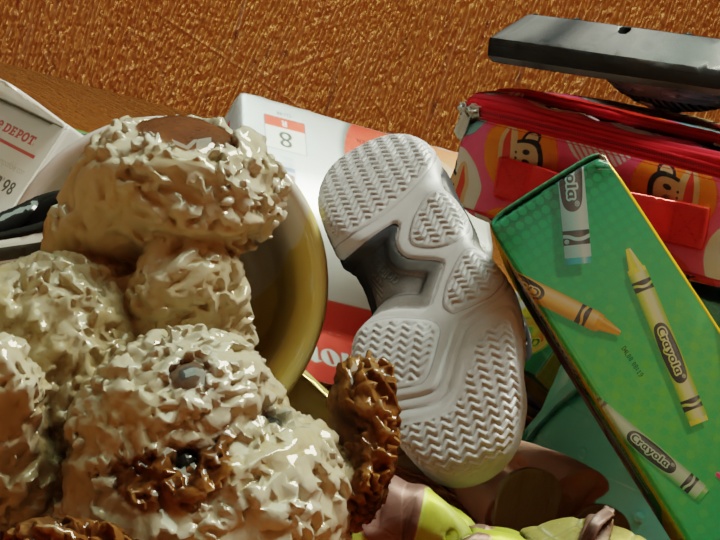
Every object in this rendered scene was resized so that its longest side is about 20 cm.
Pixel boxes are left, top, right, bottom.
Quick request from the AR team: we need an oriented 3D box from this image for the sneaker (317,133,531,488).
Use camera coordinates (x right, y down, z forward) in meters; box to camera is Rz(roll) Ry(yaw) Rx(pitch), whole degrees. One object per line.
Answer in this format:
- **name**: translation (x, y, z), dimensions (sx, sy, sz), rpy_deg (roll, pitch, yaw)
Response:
- **sneaker**: translation (0.044, 0.034, 0.920), dimensions (0.114, 0.075, 0.200), rpy_deg (56, 11, -43)

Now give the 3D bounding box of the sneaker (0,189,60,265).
- **sneaker**: translation (-0.092, 0.032, 0.859), dimensions (0.200, 0.116, 0.076), rpy_deg (14, 7, -23)

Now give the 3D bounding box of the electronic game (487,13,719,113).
- **electronic game**: translation (0.165, -0.103, 1.075), dimensions (0.199, 0.042, 0.200), rpy_deg (8, 7, -1)

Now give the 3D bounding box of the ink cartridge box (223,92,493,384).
- **ink cartridge box**: translation (0.000, 0.000, 1.166), dimensions (0.162, 0.050, 0.200), rpy_deg (14, 43, -23)

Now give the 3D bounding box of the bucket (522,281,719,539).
- **bucket**: translation (0.192, 0.080, 1.078), dimensions (0.206, 0.135, 0.207), rpy_deg (15, 7, -2)

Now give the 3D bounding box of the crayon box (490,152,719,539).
- **crayon box**: translation (0.132, 0.059, 0.872), dimensions (0.200, 0.058, 0.119), rpy_deg (59, 1, 15)

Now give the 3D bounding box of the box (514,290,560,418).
- **box**: translation (0.112, 0.059, 1.255), dimensions (0.117, 0.048, 0.200), rpy_deg (41, -11, -31)

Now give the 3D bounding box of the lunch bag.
- **lunch bag**: translation (0.146, -0.038, 1.054), dimensions (0.199, 0.082, 0.176), rpy_deg (17, 10, 32)

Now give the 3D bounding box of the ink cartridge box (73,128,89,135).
- **ink cartridge box**: translation (-0.121, -0.026, 1.382), dimensions (0.199, 0.084, 0.145), rpy_deg (16, 7, -15)

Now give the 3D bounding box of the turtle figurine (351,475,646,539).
- **turtle figurine**: translation (0.076, 0.119, 0.785), dimensions (0.161, 0.065, 0.200), rpy_deg (18, 7, 7)

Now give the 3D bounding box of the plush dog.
- **plush dog**: translation (-0.081, 0.060, 0.725), dimensions (0.200, 0.161, 0.172), rpy_deg (-25, 49, -37)

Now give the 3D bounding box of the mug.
- **mug**: translation (-0.085, 0.025, 1.000), dimensions (0.149, 0.187, 0.153), rpy_deg (-16, -1, -2)

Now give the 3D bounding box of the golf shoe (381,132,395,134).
- **golf shoe**: translation (-0.005, -0.043, 1.275), dimensions (0.200, 0.073, 0.092), rpy_deg (-9, 31, -45)

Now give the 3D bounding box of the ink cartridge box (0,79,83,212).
- **ink cartridge box**: translation (-0.173, -0.040, 1.191), dimensions (0.200, 0.067, 0.116), rpy_deg (37, -8, -40)

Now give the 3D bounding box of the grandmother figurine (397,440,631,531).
- **grandmother figurine**: translation (0.060, 0.092, 0.990), dimensions (0.121, 0.061, 0.200), rpy_deg (39, -1, -24)
